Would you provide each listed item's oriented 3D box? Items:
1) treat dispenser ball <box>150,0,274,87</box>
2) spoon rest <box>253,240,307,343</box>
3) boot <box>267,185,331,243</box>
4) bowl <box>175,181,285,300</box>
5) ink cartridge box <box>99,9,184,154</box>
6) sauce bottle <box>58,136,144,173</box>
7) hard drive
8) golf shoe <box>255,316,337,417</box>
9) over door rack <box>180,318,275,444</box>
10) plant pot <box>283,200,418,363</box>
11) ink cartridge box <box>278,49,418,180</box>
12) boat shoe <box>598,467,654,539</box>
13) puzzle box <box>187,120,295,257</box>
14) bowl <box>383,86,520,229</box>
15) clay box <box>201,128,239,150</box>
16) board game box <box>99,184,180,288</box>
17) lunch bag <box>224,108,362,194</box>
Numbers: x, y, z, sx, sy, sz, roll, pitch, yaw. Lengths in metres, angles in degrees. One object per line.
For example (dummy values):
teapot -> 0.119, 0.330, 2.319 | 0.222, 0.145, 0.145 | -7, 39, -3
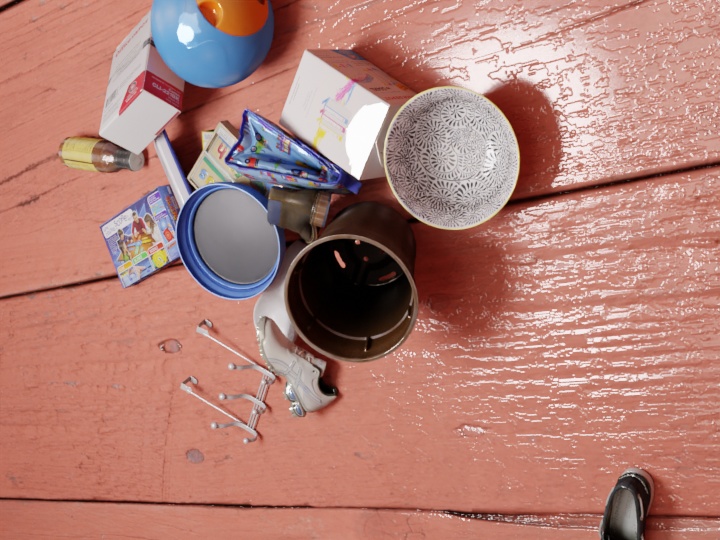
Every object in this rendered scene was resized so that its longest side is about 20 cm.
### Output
treat dispenser ball -> -0.237, -0.397, 1.633 | 0.198, 0.200, 0.205 | 10, 108, 34
spoon rest -> -0.136, 0.048, 1.764 | 0.098, 0.060, 0.203 | 30, 117, 25
boot -> -0.105, -0.096, 1.629 | 0.095, 0.200, 0.076 | 15, 76, -7
bowl -> -0.216, -0.052, 1.709 | 0.197, 0.039, 0.205 | 7, 111, 20
ink cartridge box -> -0.372, -0.329, 1.766 | 0.143, 0.083, 0.203 | -33, 45, 38
sauce bottle -> -0.497, -0.220, 1.964 | 0.197, 0.066, 0.067 | 12, 109, 33
hard drive -> -0.322, -0.146, 1.827 | 0.132, 0.025, 0.203 | 139, 108, -79
golf shoe -> -0.107, 0.154, 1.749 | 0.096, 0.079, 0.202 | -19, 117, 18
over door rack -> -0.258, 0.211, 1.895 | 0.199, 0.066, 0.150 | 34, 119, 25
plant pot -> 0.000, 0.000, 1.536 | 0.196, 0.199, 0.204 | 4, 116, 8
ink cartridge box -> 0.001, -0.233, 1.544 | 0.199, 0.128, 0.127 | 36, 118, 23
boat shoe -> 0.375, 0.385, 1.469 | 0.075, 0.060, 0.204 | 10, 108, 34
puzzle box -> -0.199, -0.138, 1.727 | 0.200, 0.025, 0.134 | 45, 121, 14
bowl -> 0.140, -0.168, 1.467 | 0.197, 0.094, 0.205 | 6, 107, 18
clay box -> -0.216, -0.143, 1.781 | 0.113, 0.047, 0.204 | 7, 107, 32
board game box -> -0.413, -0.063, 1.958 | 0.198, 0.034, 0.138 | -24, 86, 38
lunch bag -> -0.092, -0.161, 1.591 | 0.197, 0.150, 0.096 | 23, 91, 9
